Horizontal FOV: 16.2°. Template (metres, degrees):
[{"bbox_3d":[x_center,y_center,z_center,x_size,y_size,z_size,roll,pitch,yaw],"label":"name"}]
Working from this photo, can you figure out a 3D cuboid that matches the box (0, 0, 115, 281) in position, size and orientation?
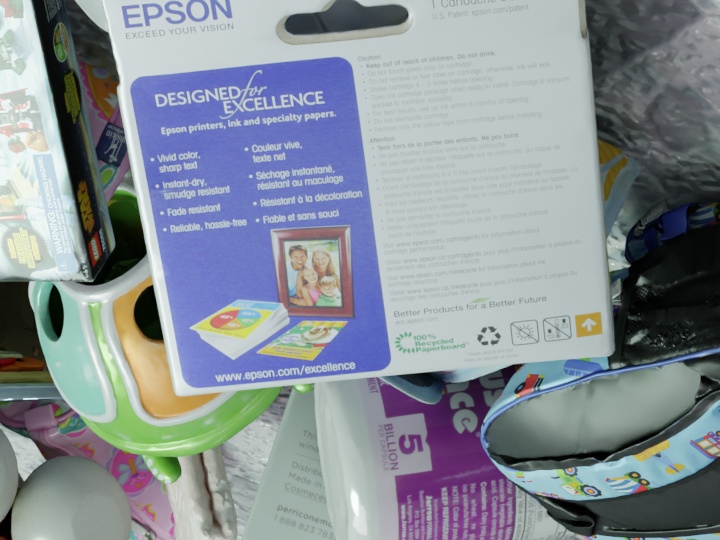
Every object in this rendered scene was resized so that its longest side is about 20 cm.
[{"bbox_3d":[-0.203,-0.089,1.208,0.136,0.040,0.201,0,120,17],"label":"box"}]

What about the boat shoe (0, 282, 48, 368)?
[{"bbox_3d":[-0.265,0.003,1.553,0.067,0.072,0.200,-8,145,44],"label":"boat shoe"}]

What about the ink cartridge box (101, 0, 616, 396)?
[{"bbox_3d":[0.003,-0.046,1.067,0.196,0.047,0.201,-5,119,5],"label":"ink cartridge box"}]

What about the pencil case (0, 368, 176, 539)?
[{"bbox_3d":[-0.167,0.114,1.683,0.087,0.088,0.200,8,153,27],"label":"pencil case"}]

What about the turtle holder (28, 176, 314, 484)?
[{"bbox_3d":[-0.113,0.006,1.374,0.140,0.186,0.132,-19,138,13],"label":"turtle holder"}]

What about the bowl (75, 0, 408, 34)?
[{"bbox_3d":[-0.075,-0.162,1.059,0.199,0.075,0.200,7,152,31],"label":"bowl"}]

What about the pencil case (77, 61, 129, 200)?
[{"bbox_3d":[-0.208,-0.086,1.291,0.199,0.088,0.088,20,156,4],"label":"pencil case"}]

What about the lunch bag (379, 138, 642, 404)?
[{"bbox_3d":[0.007,-0.024,1.214,0.169,0.128,0.200,32,158,-18],"label":"lunch bag"}]

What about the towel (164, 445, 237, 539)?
[{"bbox_3d":[-0.107,0.111,1.525,0.032,0.192,0.200,-11,156,-8],"label":"towel"}]

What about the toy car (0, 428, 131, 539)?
[{"bbox_3d":[-0.256,0.173,1.578,0.199,0.151,0.174,28,161,-35],"label":"toy car"}]

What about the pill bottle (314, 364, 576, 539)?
[{"bbox_3d":[0.081,0.087,1.329,0.198,0.113,0.112,-9,157,-8],"label":"pill bottle"}]

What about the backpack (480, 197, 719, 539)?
[{"bbox_3d":[0.166,0.057,1.204,0.199,0.135,0.182,-18,138,40],"label":"backpack"}]

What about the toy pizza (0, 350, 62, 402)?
[{"bbox_3d":[-0.257,0.062,1.485,0.198,0.032,0.200,-2,177,0],"label":"toy pizza"}]

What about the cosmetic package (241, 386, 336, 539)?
[{"bbox_3d":[0.026,0.139,1.472,0.164,0.166,0.200,18,158,3],"label":"cosmetic package"}]
